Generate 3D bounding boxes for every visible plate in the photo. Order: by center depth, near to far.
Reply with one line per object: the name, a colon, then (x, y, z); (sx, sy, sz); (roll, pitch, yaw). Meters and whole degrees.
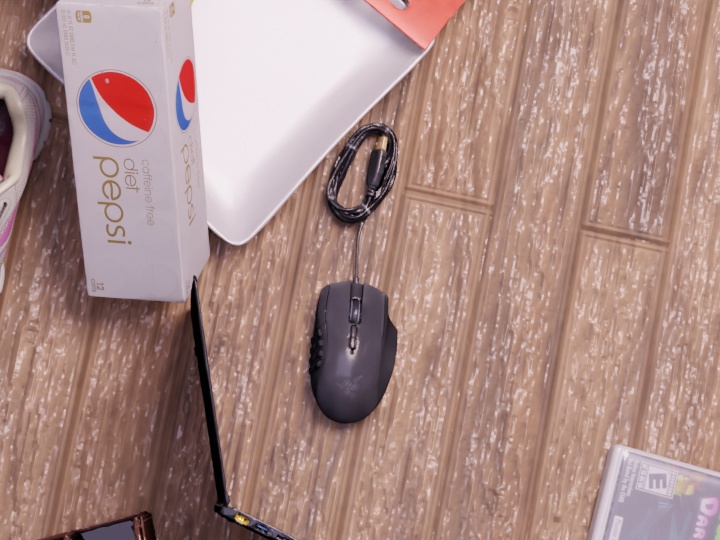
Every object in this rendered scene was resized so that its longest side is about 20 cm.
plate: (-0.086, -0.150, 1.238); (0.199, 0.032, 0.200); (43, 81, 0)

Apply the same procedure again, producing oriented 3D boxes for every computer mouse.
computer mouse: (0.000, 0.000, 1.230); (0.058, 0.034, 0.202); (5, 83, -4)

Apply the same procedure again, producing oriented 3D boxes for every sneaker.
sneaker: (-0.256, -0.040, 1.180); (0.081, 0.088, 0.202); (15, 83, -4)

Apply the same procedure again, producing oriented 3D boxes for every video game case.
video game case: (0.228, 0.236, 1.233); (0.180, 0.023, 0.202); (16, 82, -4)

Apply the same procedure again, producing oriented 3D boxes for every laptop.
laptop: (-0.039, 0.108, 1.136); (0.199, 0.187, 0.117); (26, 82, -2)

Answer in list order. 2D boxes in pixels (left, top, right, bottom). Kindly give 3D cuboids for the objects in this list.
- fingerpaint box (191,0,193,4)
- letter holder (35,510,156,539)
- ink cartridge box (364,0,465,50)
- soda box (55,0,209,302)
fingerpaint box: (-0.155, -0.280, 1.203); (0.165, 0.073, 0.202); (20, 78, 12)
letter holder: (-0.154, 0.258, 1.131); (0.100, 0.142, 0.202); (-13, 86, -7)
ink cartridge box: (0.065, -0.257, 1.240); (0.109, 0.050, 0.200); (38, 70, -1)
soda box: (-0.138, -0.083, 1.151); (0.067, 0.064, 0.202); (4, 121, 10)
